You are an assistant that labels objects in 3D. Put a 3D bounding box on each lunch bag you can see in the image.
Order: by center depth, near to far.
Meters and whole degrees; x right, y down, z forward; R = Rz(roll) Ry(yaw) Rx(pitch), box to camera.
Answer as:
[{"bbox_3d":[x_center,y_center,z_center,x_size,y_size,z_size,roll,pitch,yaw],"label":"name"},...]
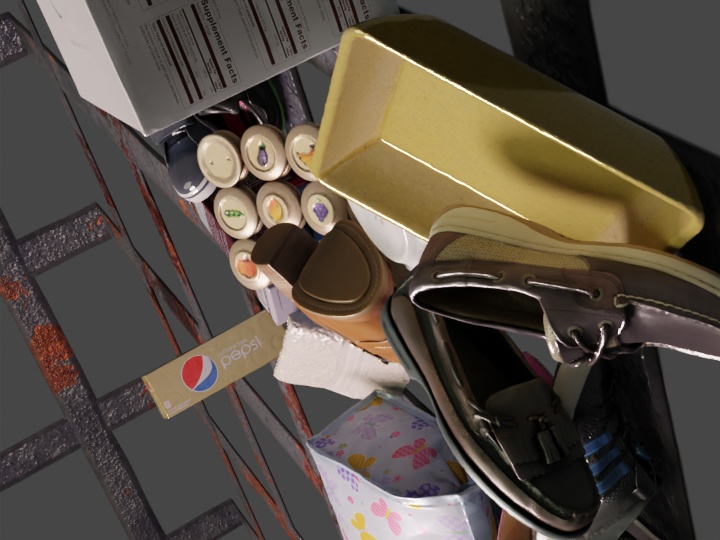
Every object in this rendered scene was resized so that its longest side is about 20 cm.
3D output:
[{"bbox_3d":[0.064,0.231,1.235,0.200,0.127,0.170,24,140,51],"label":"lunch bag"}]

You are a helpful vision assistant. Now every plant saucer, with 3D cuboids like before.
[{"bbox_3d":[0.077,-0.059,0.714,0.200,0.048,0.200,28,161,2],"label":"plant saucer"}]

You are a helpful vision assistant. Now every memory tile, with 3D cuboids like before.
[{"bbox_3d":[-0.050,-0.053,1.099,0.200,0.017,0.153,1,111,37],"label":"memory tile"}]

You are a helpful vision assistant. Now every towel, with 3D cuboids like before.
[{"bbox_3d":[-0.017,0.091,1.277,0.200,0.132,0.035,109,172,-71],"label":"towel"}]

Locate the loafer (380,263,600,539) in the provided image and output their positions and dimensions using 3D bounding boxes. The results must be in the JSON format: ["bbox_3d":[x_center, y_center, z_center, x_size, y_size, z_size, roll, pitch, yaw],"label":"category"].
[{"bbox_3d":[0.082,0.074,0.800,0.200,0.072,0.063,52,137,26],"label":"loafer"}]

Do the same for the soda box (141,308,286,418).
[{"bbox_3d":[-0.193,0.124,1.746,0.068,0.200,0.064,61,165,0],"label":"soda box"}]

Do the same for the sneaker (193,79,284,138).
[{"bbox_3d":[-0.128,-0.185,1.191,0.200,0.077,0.084,60,-156,-29],"label":"sneaker"}]

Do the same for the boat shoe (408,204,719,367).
[{"bbox_3d":[0.117,0.020,0.685,0.200,0.065,0.072,18,157,28],"label":"boat shoe"}]

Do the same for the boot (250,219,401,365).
[{"bbox_3d":[0.013,0.029,1.001,0.155,0.074,0.200,39,175,-27],"label":"boot"}]

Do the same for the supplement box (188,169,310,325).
[{"bbox_3d":[-0.088,-0.050,1.276,0.200,0.109,0.061,51,162,36],"label":"supplement box"}]

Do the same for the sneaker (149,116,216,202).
[{"bbox_3d":[-0.181,-0.164,1.270,0.079,0.078,0.200,23,-128,-42],"label":"sneaker"}]

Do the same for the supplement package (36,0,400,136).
[{"bbox_3d":[-0.117,-0.214,0.904,0.191,0.200,0.147,32,146,60],"label":"supplement package"}]

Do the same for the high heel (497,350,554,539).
[{"bbox_3d":[0.123,0.157,0.974,0.067,0.096,0.200,42,155,52],"label":"high heel"}]

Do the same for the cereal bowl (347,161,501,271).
[{"bbox_3d":[0.041,-0.064,0.880,0.200,0.083,0.200,54,164,24],"label":"cereal bowl"}]

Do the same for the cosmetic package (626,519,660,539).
[{"bbox_3d":[0.180,0.312,0.929,0.167,0.166,0.200,40,153,55],"label":"cosmetic package"}]

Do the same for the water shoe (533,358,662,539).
[{"bbox_3d":[0.164,0.119,0.857,0.072,0.079,0.200,-59,-26,-57],"label":"water shoe"}]

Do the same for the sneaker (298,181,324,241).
[{"bbox_3d":[0.000,0.000,1.140,0.200,0.078,0.066,52,161,26],"label":"sneaker"}]
